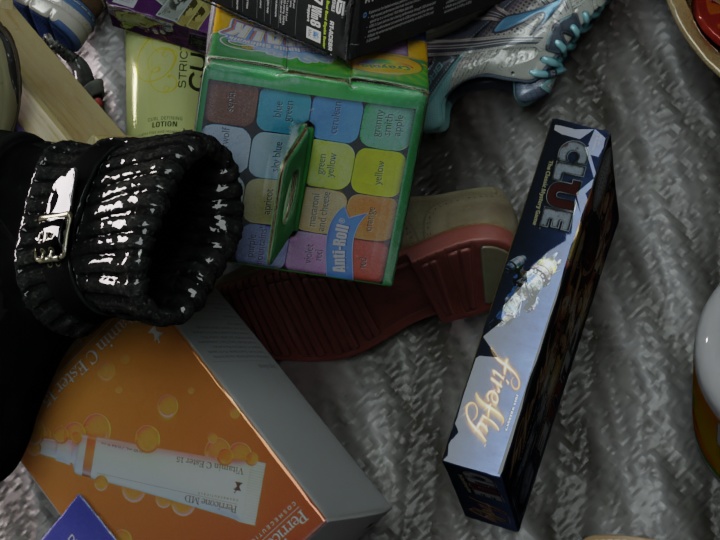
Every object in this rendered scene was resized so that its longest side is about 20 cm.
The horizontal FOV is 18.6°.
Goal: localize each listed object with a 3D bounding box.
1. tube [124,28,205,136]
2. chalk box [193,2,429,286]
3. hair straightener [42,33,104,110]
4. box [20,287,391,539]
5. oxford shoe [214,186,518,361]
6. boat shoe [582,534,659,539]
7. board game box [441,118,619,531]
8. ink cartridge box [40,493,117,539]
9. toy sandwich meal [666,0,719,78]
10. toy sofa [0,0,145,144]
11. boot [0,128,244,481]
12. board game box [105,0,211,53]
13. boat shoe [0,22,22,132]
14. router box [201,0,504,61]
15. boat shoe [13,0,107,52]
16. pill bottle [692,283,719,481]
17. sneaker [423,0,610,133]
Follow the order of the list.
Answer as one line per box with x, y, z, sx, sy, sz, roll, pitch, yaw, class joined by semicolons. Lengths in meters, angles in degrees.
-0.117;-0.116;1.354;0.058;0.052;0.200;18;61;-33;tube
-0.030;-0.077;1.213;0.124;0.124;0.200;8;31;-5;chalk box
-0.184;-0.050;1.341;0.077;0.041;0.200;-13;75;4;hair straightener
-0.101;0.099;1.225;0.124;0.097;0.200;-44;74;14;box
0.000;0.000;1.298;0.200;0.070;0.075;-11;39;9;oxford shoe
0.206;0.171;1.184;0.200;0.065;0.071;12;40;6;boat shoe
0.097;0.033;1.223;0.035;0.136;0.200;16;75;13;board game box
-0.159;0.260;1.180;0.198;0.047;0.200;49;119;21;ink cartridge box
0.270;-0.180;1.277;0.205;0.070;0.205;6;65;-14;toy sandwich meal
-0.203;-0.099;1.287;0.200;0.083;0.098;49;114;24;toy sofa
-0.151;0.025;1.140;0.158;0.079;0.211;8;87;34;boot
-0.063;-0.220;1.372;0.120;0.032;0.200;16;63;17;board game box
-0.234;-0.044;1.217;0.076;0.074;0.200;12;109;40;boat shoe
-0.003;-0.190;1.228;0.150;0.062;0.200;26;33;29;router box
-0.243;-0.213;1.400;0.200;0.072;0.072;31;73;7;boat shoe
0.231;0.053;1.161;0.111;0.200;0.111;-3;70;7;pill bottle
0.107;-0.145;1.325;0.200;0.078;0.086;-25;78;8;sneaker
